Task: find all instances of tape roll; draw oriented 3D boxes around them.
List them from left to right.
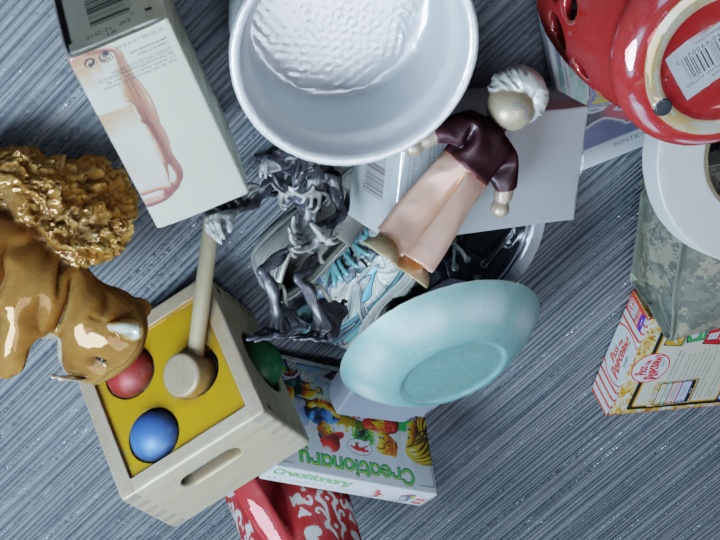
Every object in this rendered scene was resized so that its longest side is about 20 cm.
[{"bbox_3d":[0.358,-0.107,1.646,0.202,0.037,0.204,-3,102,-15],"label":"tape roll"}]

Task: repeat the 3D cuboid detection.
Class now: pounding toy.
[{"bbox_3d":[-0.153,0.092,1.636,0.200,0.185,0.142,-33,149,10],"label":"pounding toy"}]

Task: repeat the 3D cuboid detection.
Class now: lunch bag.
[{"bbox_3d":[0.361,-0.048,1.749,0.163,0.118,0.201,-12,133,-12],"label":"lunch bag"}]

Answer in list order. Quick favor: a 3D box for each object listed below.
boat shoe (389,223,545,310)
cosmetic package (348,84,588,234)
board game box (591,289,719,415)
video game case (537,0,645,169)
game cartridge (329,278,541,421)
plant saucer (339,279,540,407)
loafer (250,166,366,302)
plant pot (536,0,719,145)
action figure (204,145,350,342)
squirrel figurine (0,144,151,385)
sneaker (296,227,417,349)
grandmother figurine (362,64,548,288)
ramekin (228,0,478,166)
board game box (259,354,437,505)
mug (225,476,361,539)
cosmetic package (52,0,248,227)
[{"bbox_3d":[0.098,-0.006,1.717,0.068,0.072,0.200,16,132,-36],"label":"boat shoe"},{"bbox_3d":[0.097,-0.097,1.573,0.199,0.081,0.113,-7,116,-31],"label":"cosmetic package"},{"bbox_3d":[0.368,0.085,1.938,0.199,0.046,0.152,-2,134,-22],"label":"board game box"},{"bbox_3d":[0.261,-0.193,1.633,0.181,0.023,0.200,-22,137,-3],"label":"video game case"},{"bbox_3d":[0.066,0.078,1.722,0.133,0.042,0.200,15,134,-40],"label":"game cartridge"},{"bbox_3d":[0.080,0.081,1.663,0.200,0.039,0.201,-15,149,-9],"label":"plant saucer"},{"bbox_3d":[-0.018,-0.050,1.612,0.070,0.070,0.200,28,113,-37],"label":"loafer"},{"bbox_3d":[0.266,-0.212,1.477,0.199,0.183,0.201,-9,126,-12],"label":"plant pot"},{"bbox_3d":[-0.063,-0.037,1.536,0.102,0.118,0.201,-18,107,-51],"label":"action figure"},{"bbox_3d":[-0.254,-0.002,1.486,0.186,0.142,0.201,24,95,-3],"label":"squirrel figurine"},{"bbox_3d":[0.000,0.000,1.671,0.086,0.078,0.200,6,129,-24],"label":"sneaker"},{"bbox_3d":[0.090,-0.084,1.487,0.121,0.061,0.200,34,90,-44],"label":"grandmother figurine"},{"bbox_3d":[-0.013,-0.195,1.430,0.199,0.098,0.201,-6,124,-10],"label":"ramekin"},{"bbox_3d":[-0.018,0.160,1.782,0.199,0.127,0.035,14,143,-34],"label":"board game box"},{"bbox_3d":[-0.084,0.244,1.783,0.177,0.200,0.134,13,128,-33],"label":"mug"},{"bbox_3d":[-0.168,-0.144,1.435,0.087,0.104,0.200,-22,136,1],"label":"cosmetic package"}]
